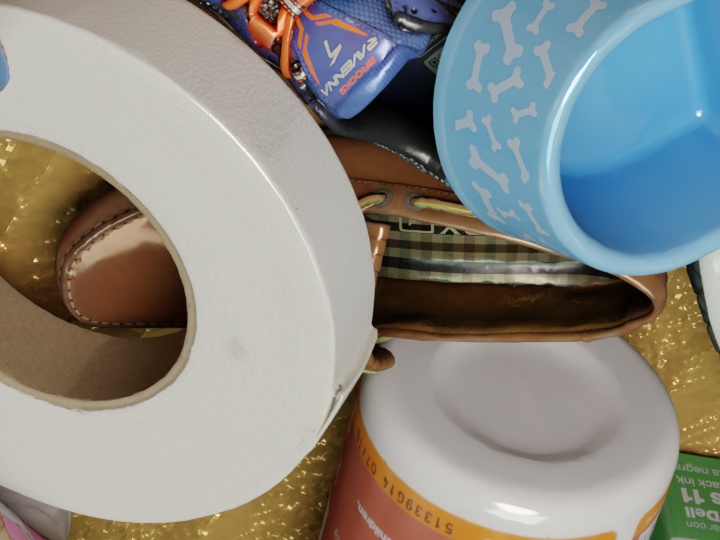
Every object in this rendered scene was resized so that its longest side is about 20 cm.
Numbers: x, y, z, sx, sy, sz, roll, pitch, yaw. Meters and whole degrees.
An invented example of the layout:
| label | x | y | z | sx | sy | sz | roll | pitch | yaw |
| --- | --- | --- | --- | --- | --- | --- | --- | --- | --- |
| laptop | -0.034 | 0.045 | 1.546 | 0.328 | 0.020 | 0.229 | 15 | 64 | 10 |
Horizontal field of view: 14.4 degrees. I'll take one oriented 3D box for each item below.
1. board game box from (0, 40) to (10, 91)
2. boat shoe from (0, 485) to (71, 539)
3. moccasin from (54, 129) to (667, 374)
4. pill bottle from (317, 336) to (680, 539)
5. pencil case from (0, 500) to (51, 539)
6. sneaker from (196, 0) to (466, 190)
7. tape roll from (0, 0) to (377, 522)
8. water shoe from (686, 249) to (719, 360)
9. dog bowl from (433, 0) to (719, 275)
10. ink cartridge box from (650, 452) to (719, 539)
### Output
| label | x | y | z | sx | sy | sz | roll | pitch | yaw |
| --- | --- | --- | --- | --- | --- | --- | --- | --- | --- |
| board game box | -0.169 | -0.121 | 0.771 | 0.200 | 0.158 | 0.039 | 35 | 77 | -7 |
| boat shoe | -0.144 | 0.149 | 1.059 | 0.072 | 0.066 | 0.200 | 12 | 128 | -16 |
| moccasin | 0.000 | 0.001 | 0.935 | 0.201 | 0.078 | 0.074 | 2 | 134 | -1 |
| pill bottle | 0.036 | 0.115 | 1.019 | 0.112 | 0.112 | 0.200 | 6 | 130 | -11 |
| pencil case | -0.144 | 0.102 | 0.931 | 0.083 | 0.087 | 0.200 | -20 | 128 | 41 |
| sneaker | -0.008 | -0.087 | 0.859 | 0.200 | 0.079 | 0.075 | 29 | 122 | -28 |
| tape roll | -0.092 | -0.008 | 0.892 | 0.202 | 0.037 | 0.203 | 14 | 131 | 16 |
| water shoe | 0.164 | 0.016 | 0.980 | 0.079 | 0.072 | 0.200 | -23 | 140 | 10 |
| dog bowl | 0.120 | -0.069 | 0.857 | 0.200 | 0.050 | 0.112 | -27 | 127 | -16 |
| ink cartridge box | 0.127 | 0.189 | 1.035 | 0.083 | 0.200 | 0.147 | 13 | 128 | -17 |
